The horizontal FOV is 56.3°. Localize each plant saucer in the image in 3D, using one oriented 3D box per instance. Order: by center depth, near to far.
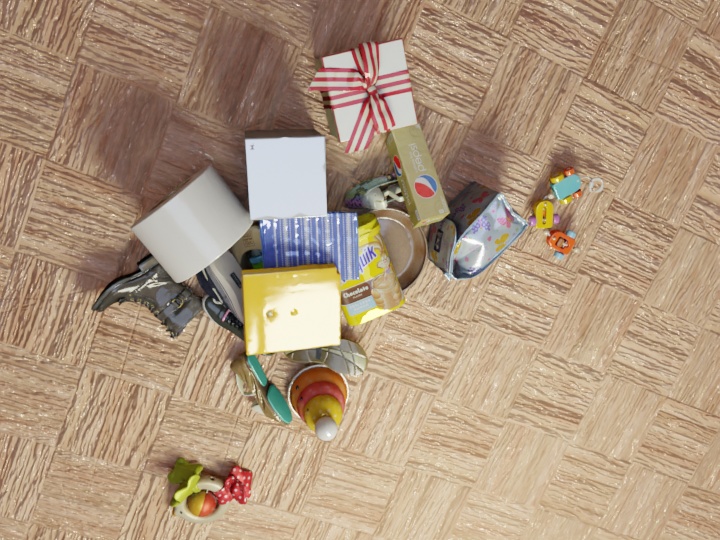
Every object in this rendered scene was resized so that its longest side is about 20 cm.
[{"bbox_3d":[0.050,-0.042,1.496,0.197,0.037,0.203,-2,105,-9],"label":"plant saucer"}]

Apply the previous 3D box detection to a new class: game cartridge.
[{"bbox_3d":[-0.137,0.077,1.357,0.197,0.032,0.179,-5,112,-16],"label":"game cartridge"}]

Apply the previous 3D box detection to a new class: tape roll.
[{"bbox_3d":[-0.330,-0.094,1.325,0.202,0.203,0.140,-37,109,2],"label":"tape roll"}]

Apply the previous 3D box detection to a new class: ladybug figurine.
[{"bbox_3d":[-0.200,-0.012,1.428,0.134,0.072,0.202,-9,112,21],"label":"ladybug figurine"}]

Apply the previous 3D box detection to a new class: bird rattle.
[{"bbox_3d":[-0.355,0.517,1.566,0.198,0.113,0.164,15,114,-27],"label":"bird rattle"}]

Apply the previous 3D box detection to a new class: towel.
[{"bbox_3d":[-0.101,-0.047,1.354,0.197,0.024,0.147,-1,109,1],"label":"towel"}]

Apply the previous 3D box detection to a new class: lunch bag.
[{"bbox_3d":[0.230,-0.081,1.447,0.127,0.170,0.200,42,96,-19],"label":"lunch bag"}]

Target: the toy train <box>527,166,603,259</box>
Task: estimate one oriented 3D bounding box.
[{"bbox_3d":[0.460,-0.136,1.537,0.149,0.056,0.202,20,104,-16],"label":"toy train"}]

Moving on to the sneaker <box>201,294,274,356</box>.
[{"bbox_3d":[-0.247,0.114,1.443,0.199,0.099,0.071,39,77,-21],"label":"sneaker"}]

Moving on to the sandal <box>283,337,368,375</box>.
[{"bbox_3d":[-0.077,0.183,1.531,0.197,0.054,0.081,10,98,2],"label":"sandal"}]

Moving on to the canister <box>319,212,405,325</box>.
[{"bbox_3d":[0.000,0.000,1.435,0.147,0.087,0.202,-23,109,-1],"label":"canister"}]

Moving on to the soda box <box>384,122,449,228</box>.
[{"bbox_3d":[0.116,-0.197,1.392,0.067,0.064,0.203,-16,83,-13],"label":"soda box"}]

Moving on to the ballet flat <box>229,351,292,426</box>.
[{"bbox_3d":[-0.231,0.275,1.523,0.072,0.068,0.201,-25,109,19],"label":"ballet flat"}]

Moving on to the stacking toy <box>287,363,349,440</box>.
[{"bbox_3d":[-0.083,0.306,1.481,0.144,0.200,0.148,-3,105,-10],"label":"stacking toy"}]

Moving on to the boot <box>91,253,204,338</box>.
[{"bbox_3d":[-0.440,0.074,1.418,0.199,0.069,0.175,-37,108,-6],"label":"boot"}]

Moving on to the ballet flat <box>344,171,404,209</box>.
[{"bbox_3d":[0.063,-0.169,1.440,0.198,0.072,0.070,-22,141,-5],"label":"ballet flat"}]

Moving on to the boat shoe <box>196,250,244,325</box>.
[{"bbox_3d":[-0.268,0.054,1.411,0.074,0.092,0.202,-32,93,-44],"label":"boat shoe"}]

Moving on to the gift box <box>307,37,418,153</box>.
[{"bbox_3d":[-0.003,-0.343,1.324,0.198,0.187,0.187,-20,107,-5],"label":"gift box"}]

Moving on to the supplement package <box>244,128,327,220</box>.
[{"bbox_3d":[-0.150,-0.196,1.330,0.150,0.200,0.153,-3,106,-8],"label":"supplement package"}]
